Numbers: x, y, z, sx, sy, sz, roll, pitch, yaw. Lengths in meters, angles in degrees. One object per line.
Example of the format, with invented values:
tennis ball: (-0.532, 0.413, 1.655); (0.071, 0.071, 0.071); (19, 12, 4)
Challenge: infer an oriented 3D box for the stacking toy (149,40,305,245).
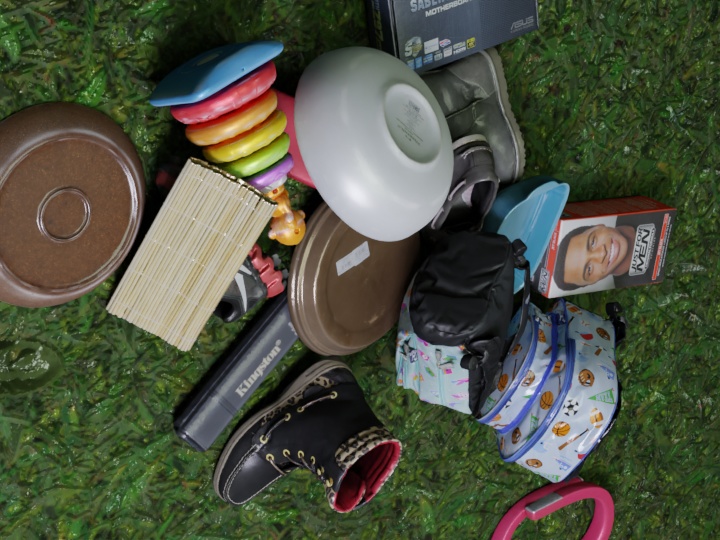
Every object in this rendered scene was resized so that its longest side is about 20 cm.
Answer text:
stacking toy: (-0.103, -0.113, 1.493); (0.116, 0.110, 0.200); (-36, 111, -28)

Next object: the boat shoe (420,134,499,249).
boat shoe: (0.107, -0.066, 1.691); (0.067, 0.057, 0.200); (-12, 150, -15)

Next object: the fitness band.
fitness band: (0.251, 0.349, 2.055); (0.200, 0.037, 0.144); (-17, 121, -32)

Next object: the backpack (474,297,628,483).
backpack: (0.221, 0.142, 1.819); (0.154, 0.191, 0.200); (17, 120, -16)

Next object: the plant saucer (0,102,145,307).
plant saucer: (-0.281, -0.055, 1.458); (0.200, 0.034, 0.201); (-17, 119, -33)

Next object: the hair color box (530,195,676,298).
hair color box: (0.289, -0.031, 1.907); (0.200, 0.061, 0.102); (-7, 114, -36)

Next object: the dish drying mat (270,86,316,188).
dish drying mat: (-0.051, -0.127, 1.579); (0.200, 0.018, 0.077); (21, 96, -23)

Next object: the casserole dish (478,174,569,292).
casserole dish: (0.169, -0.034, 1.782); (0.121, 0.039, 0.200); (-24, 146, -37)

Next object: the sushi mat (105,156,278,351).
sushi mat: (-0.163, -0.013, 1.502); (0.096, 0.012, 0.200); (27, 120, -11)

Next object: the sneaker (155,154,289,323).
sneaker: (-0.152, -0.023, 1.548); (0.098, 0.071, 0.201); (-46, 131, -16)

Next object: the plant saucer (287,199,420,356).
plant saucer: (0.000, 0.000, 1.685); (0.200, 0.029, 0.201); (-22, 121, -42)

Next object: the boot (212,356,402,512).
boot: (-0.055, 0.202, 1.657); (0.200, 0.151, 0.073); (-43, 134, -1)

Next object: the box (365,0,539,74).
box: (0.096, -0.305, 1.644); (0.200, 0.051, 0.158); (-24, 120, -30)

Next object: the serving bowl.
serving bowl: (0.028, -0.133, 1.536); (0.200, 0.066, 0.201); (24, 55, -41)

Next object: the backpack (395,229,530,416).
backpack: (0.106, 0.064, 1.717); (0.167, 0.126, 0.200); (-57, 161, -32)

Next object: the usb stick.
usb stick: (-0.122, 0.104, 1.652); (0.200, 0.033, 0.055); (-51, 130, -11)

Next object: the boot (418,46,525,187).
boot: (0.076, -0.139, 1.684); (0.200, 0.072, 0.182); (-32, 113, -32)
